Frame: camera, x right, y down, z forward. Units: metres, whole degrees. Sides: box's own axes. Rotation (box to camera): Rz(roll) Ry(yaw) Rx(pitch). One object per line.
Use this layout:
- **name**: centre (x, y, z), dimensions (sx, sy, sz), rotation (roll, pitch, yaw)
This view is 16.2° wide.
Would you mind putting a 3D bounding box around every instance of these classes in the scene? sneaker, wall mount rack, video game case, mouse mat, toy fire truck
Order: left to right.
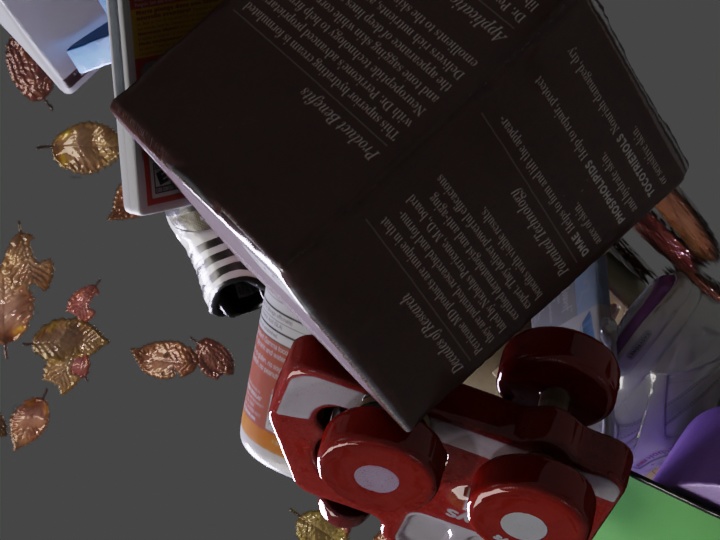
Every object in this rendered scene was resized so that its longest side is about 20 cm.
- **sneaker**: centre (-0.100, -0.029, 1.702), dimensions (0.201, 0.076, 0.115), rotation (-99, -6, -78)
- **video game case**: centre (-0.070, -0.139, 1.333), dimensions (0.017, 0.143, 0.200), rotation (14, 112, 50)
- **toy fire truck**: centre (0.044, 0.107, 1.380), dimensions (0.200, 0.112, 0.168), rotation (18, 141, -3)
- **wall mount rack**: centre (0.114, 0.017, 1.464), dimensions (0.075, 0.200, 0.174), rotation (13, 150, -30)
- **sneaker**: centre (0.170, 0.097, 1.516), dimensions (0.100, 0.200, 0.075), rotation (30, -144, 0)
- **mouse mat**: centre (0.189, 0.175, 1.452), dimensions (0.200, 0.008, 0.161), rotation (26, 148, 21)

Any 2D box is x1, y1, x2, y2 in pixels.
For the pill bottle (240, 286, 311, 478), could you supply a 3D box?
- **pill bottle**: centre (-0.001, 0.019, 1.493), dimensions (0.112, 0.200, 0.112), rotation (11, -164, -3)

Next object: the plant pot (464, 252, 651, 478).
- **plant pot**: centre (0.153, 0.082, 1.657), dimensions (0.200, 0.187, 0.187), rotation (32, 172, 14)

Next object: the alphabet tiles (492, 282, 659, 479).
- **alphabet tiles**: centre (0.184, 0.105, 1.567), dimensions (0.200, 0.167, 0.008), rotation (45, -150, -8)

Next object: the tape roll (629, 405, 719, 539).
- **tape roll**: centre (0.255, 0.166, 1.440), dimensions (0.200, 0.066, 0.200), rotation (27, 150, 17)

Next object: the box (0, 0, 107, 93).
- **box**: centre (-0.167, -0.243, 1.539), dimensions (0.131, 0.199, 0.200), rotation (45, 175, 16)

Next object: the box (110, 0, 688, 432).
- **box**: centre (0.022, -0.067, 1.270), dimensions (0.166, 0.200, 0.164), rotation (45, 176, 40)

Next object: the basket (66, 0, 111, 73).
- **basket**: centre (-0.077, -0.171, 1.466), dimensions (0.139, 0.176, 0.200), rotation (57, 165, -15)
